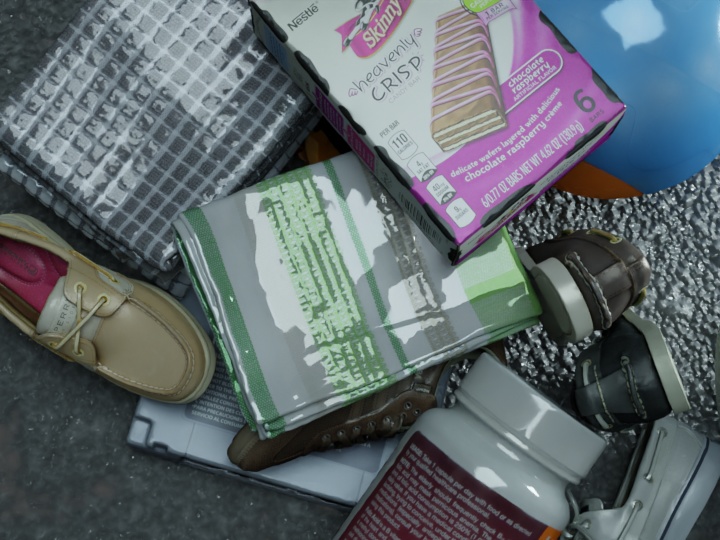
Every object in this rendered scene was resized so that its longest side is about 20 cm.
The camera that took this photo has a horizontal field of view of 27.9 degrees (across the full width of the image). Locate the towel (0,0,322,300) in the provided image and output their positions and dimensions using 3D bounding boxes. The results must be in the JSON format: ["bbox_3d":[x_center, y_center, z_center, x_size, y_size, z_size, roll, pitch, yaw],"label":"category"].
[{"bbox_3d":[-0.126,-0.106,0.946,0.165,0.086,0.200,38,82,0],"label":"towel"}]

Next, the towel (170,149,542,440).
[{"bbox_3d":[0.000,0.000,0.896,0.199,0.031,0.150,-21,86,-12],"label":"towel"}]

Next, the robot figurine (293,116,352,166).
[{"bbox_3d":[-0.001,-0.073,1.025,0.145,0.058,0.200,-36,81,-17],"label":"robot figurine"}]

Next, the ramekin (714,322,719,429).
[{"bbox_3d":[0.303,0.096,0.943,0.097,0.200,0.201,-7,73,-2],"label":"ramekin"}]

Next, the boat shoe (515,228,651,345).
[{"bbox_3d":[0.141,0.006,0.944,0.059,0.200,0.072,-28,90,0],"label":"boat shoe"}]

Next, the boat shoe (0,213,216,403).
[{"bbox_3d":[-0.186,0.026,0.936,0.199,0.069,0.074,28,100,20],"label":"boat shoe"}]

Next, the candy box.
[{"bbox_3d":[0.045,-0.124,0.884,0.136,0.061,0.200,-39,81,-8],"label":"candy box"}]

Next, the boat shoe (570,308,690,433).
[{"bbox_3d":[0.164,0.068,0.936,0.067,0.200,0.072,-25,86,6],"label":"boat shoe"}]

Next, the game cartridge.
[{"bbox_3d":[-0.044,0.083,0.982,0.199,0.042,0.134,17,67,-2],"label":"game cartridge"}]

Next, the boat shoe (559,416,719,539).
[{"bbox_3d":[0.164,0.176,0.959,0.086,0.075,0.202,33,69,3],"label":"boat shoe"}]

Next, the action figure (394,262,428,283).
[{"bbox_3d":[0.015,-0.002,0.948,0.200,0.065,0.052,-35,94,-8],"label":"action figure"}]

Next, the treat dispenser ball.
[{"bbox_3d":[0.174,-0.150,0.998,0.200,0.201,0.202,2,72,-7],"label":"treat dispenser ball"}]

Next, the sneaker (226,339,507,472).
[{"bbox_3d":[0.010,0.081,0.936,0.200,0.070,0.076,-35,83,-15],"label":"sneaker"}]

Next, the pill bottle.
[{"bbox_3d":[0.057,0.159,0.900,0.114,0.114,0.200,36,92,5],"label":"pill bottle"}]
